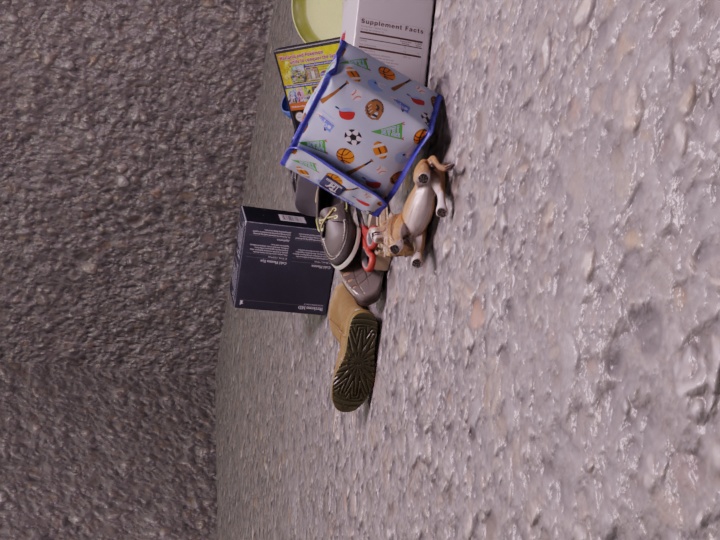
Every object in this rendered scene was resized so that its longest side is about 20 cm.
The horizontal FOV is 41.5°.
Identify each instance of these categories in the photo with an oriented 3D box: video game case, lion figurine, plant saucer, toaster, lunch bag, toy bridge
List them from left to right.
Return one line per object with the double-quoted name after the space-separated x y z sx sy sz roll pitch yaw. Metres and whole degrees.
-0.067 -0.216 1.818 0.182 0.116 0.203 -108 28 -59 "toaster"
-0.050 -0.294 1.596 0.198 0.025 0.184 3 116 42 "video game case"
-0.037 -0.497 1.752 0.031 0.197 0.204 -4 -78 -63 "plant saucer"
-0.006 -0.180 1.320 0.201 0.168 0.125 -54 10 41 "lunch bag"
0.026 -0.083 1.553 0.201 0.027 0.068 -104 24 -52 "toy bridge"
0.078 -0.088 1.275 0.201 0.072 0.123 -59 12 32 "lion figurine"

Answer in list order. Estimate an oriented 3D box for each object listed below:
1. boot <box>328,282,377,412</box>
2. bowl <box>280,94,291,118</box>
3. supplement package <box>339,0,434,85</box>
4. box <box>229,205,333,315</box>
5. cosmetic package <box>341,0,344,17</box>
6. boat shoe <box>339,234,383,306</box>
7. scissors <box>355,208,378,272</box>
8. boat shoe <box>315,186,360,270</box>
-0.020 0.126 1.599 0.200 0.065 0.178 -138 63 -75 "boot"
-0.055 -0.340 1.738 0.199 0.040 0.202 -29 29 18 "bowl"
0.032 -0.320 1.432 0.121 0.117 0.204 -176 92 -78 "supplement package"
-0.157 -0.020 1.936 0.104 0.196 0.185 -121 40 -66 "box"
0.041 -0.474 1.502 0.088 0.101 0.202 -96 16 -44 "cosmetic package"
0.000 0.000 1.573 0.201 0.073 0.074 -109 2 -54 "boat shoe"
0.002 -0.059 1.552 0.200 0.014 0.075 -122 40 -67 "scissors"
-0.044 -0.083 1.567 0.071 0.060 0.203 -35 34 23 "boat shoe"
